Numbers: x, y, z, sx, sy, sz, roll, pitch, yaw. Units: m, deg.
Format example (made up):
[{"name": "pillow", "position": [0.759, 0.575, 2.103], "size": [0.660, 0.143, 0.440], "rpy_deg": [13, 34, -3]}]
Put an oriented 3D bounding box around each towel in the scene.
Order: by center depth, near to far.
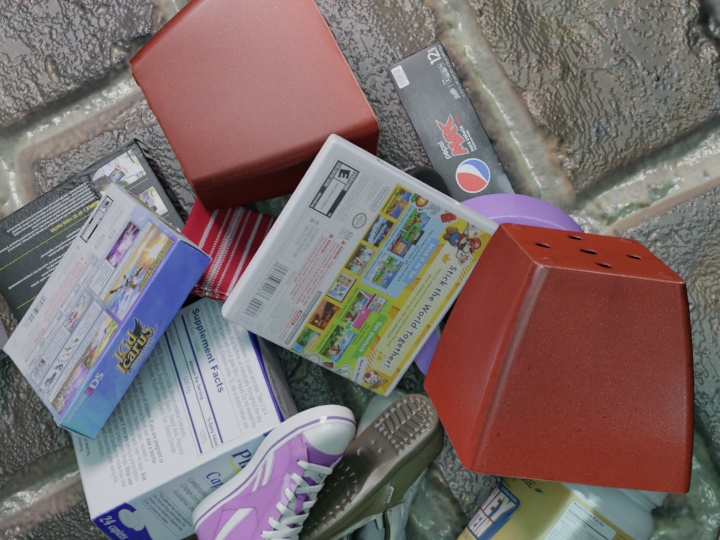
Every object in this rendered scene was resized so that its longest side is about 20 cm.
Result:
[{"name": "towel", "position": [-0.087, -0.002, 1.396], "size": [0.200, 0.145, 0.023], "rpy_deg": [18, 129, -2]}]

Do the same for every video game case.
[{"name": "video game case", "position": [0.000, 0.000, 1.299], "size": [0.182, 0.023, 0.200], "rpy_deg": [27, 109, -18]}, {"name": "video game case", "position": [-0.242, 0.034, 1.340], "size": [0.045, 0.181, 0.200], "rpy_deg": [33, 91, -35]}]

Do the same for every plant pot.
[{"name": "plant pot", "position": [0.182, 0.065, 1.245], "size": [0.199, 0.200, 0.177], "rpy_deg": [7, 107, -11]}, {"name": "plant pot", "position": [-0.107, -0.165, 1.357], "size": [0.176, 0.200, 0.200], "rpy_deg": [-27, 85, -4]}]

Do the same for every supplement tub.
[{"name": "supplement tub", "position": [0.186, 0.250, 1.353], "size": [0.145, 0.145, 0.200], "rpy_deg": [37, 90, 6]}]

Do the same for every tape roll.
[{"name": "tape roll", "position": [0.138, 0.030, 1.370], "size": [0.200, 0.066, 0.201], "rpy_deg": [-1, 112, -2]}]

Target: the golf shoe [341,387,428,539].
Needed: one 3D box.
[{"name": "golf shoe", "position": [0.023, 0.213, 1.394], "size": [0.078, 0.097, 0.200], "rpy_deg": [7, 86, 6]}]

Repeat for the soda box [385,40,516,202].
[{"name": "soda box", "position": [0.097, -0.123, 1.418], "size": [0.063, 0.071, 0.200], "rpy_deg": [-26, 86, 5]}]

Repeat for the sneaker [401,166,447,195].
[{"name": "sneaker", "position": [-0.010, -0.028, 1.395], "size": [0.201, 0.108, 0.067], "rpy_deg": [-39, 100, -13]}]

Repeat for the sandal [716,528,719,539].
[{"name": "sandal", "position": [0.384, 0.263, 1.374], "size": [0.077, 0.070, 0.212], "rpy_deg": [5, 87, 5]}]

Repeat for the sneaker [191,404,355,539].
[{"name": "sneaker", "position": [-0.062, 0.215, 1.266], "size": [0.200, 0.073, 0.114], "rpy_deg": [-47, 45, 24]}]

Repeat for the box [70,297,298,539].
[{"name": "box", "position": [-0.168, 0.145, 1.368], "size": [0.200, 0.105, 0.184], "rpy_deg": [-26, 50, 3]}]

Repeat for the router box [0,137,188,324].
[{"name": "router box", "position": [-0.273, -0.020, 1.452], "size": [0.200, 0.051, 0.149], "rpy_deg": [-31, 86, 2]}]

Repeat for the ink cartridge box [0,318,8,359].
[{"name": "ink cartridge box", "position": [-0.465, 0.021, 1.450], "size": [0.144, 0.084, 0.200], "rpy_deg": [-24, 86, 3]}]

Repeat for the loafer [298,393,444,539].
[{"name": "loafer", "position": [0.004, 0.200, 1.322], "size": [0.200, 0.067, 0.076], "rpy_deg": [-38, 44, 5]}]
